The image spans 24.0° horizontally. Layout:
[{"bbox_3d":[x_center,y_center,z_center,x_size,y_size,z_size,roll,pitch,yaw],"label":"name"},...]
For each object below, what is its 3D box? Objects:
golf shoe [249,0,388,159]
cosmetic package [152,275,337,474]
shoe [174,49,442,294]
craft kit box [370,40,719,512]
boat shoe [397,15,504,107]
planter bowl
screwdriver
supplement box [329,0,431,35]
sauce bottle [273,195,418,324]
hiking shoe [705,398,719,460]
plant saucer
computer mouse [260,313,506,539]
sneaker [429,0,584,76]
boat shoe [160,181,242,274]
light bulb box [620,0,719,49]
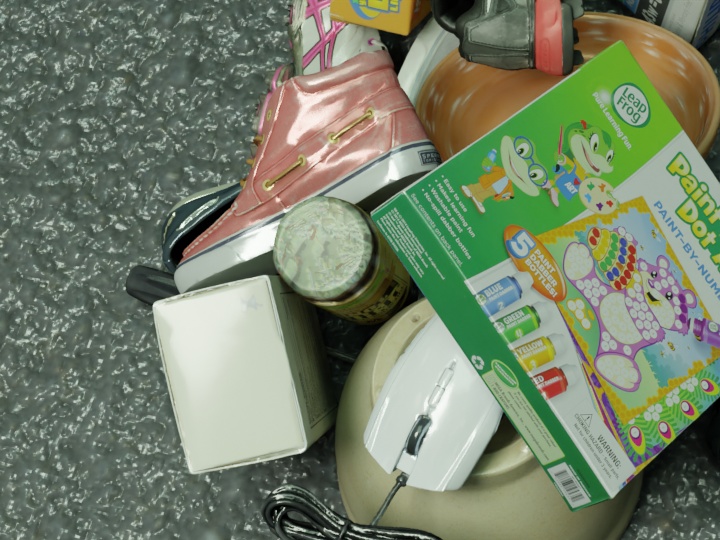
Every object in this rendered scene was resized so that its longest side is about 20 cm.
[{"bbox_3d":[-0.013,-0.159,1.226,0.091,0.073,0.202,12,75,10],"label":"golf shoe"},{"bbox_3d":[-0.065,0.059,1.034,0.070,0.200,0.106,-13,87,4],"label":"cosmetic package"},{"bbox_3d":[-0.047,-0.061,1.090,0.199,0.071,0.092,-28,76,22],"label":"shoe"},{"bbox_3d":[0.135,-0.002,0.959,0.197,0.048,0.201,-36,91,-36],"label":"craft kit box"},{"bbox_3d":[0.090,-0.156,1.207,0.068,0.072,0.200,25,60,24],"label":"boat shoe"},{"bbox_3d":[0.073,0.090,1.037,0.198,0.135,0.202,-4,63,8],"label":"planter bowl"},{"bbox_3d":[-0.071,0.039,1.165,0.199,0.029,0.028,21,68,11],"label":"screwdriver"},{"bbox_3d":[0.047,-0.238,1.205,0.068,0.067,0.200,18,38,19],"label":"supplement box"},{"bbox_3d":[0.000,0.000,1.062,0.064,0.200,0.065,-2,82,14],"label":"sauce bottle"},{"bbox_3d":[0.255,0.037,1.075,0.086,0.075,0.201,20,58,26],"label":"hiking shoe"},{"bbox_3d":[0.135,-0.096,1.106,0.198,0.038,0.201,-5,43,5],"label":"plant saucer"},{"bbox_3d":[0.038,0.081,0.946,0.109,0.044,0.201,25,71,21],"label":"computer mouse"},{"bbox_3d":[0.094,-0.205,1.148,0.097,0.071,0.201,-5,45,3],"label":"sneaker"},{"bbox_3d":[-0.044,-0.046,1.157,0.198,0.075,0.062,-16,20,4],"label":"boat shoe"},{"bbox_3d":[0.260,-0.285,1.152,0.200,0.198,0.125,-43,77,-12],"label":"light bulb box"}]
